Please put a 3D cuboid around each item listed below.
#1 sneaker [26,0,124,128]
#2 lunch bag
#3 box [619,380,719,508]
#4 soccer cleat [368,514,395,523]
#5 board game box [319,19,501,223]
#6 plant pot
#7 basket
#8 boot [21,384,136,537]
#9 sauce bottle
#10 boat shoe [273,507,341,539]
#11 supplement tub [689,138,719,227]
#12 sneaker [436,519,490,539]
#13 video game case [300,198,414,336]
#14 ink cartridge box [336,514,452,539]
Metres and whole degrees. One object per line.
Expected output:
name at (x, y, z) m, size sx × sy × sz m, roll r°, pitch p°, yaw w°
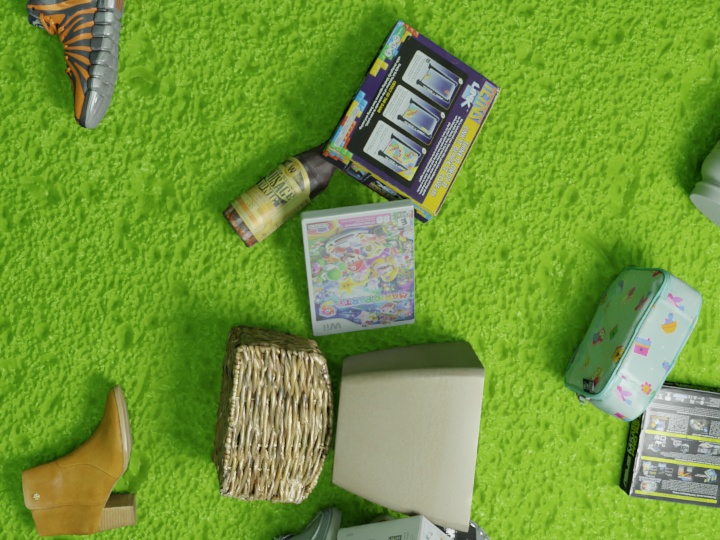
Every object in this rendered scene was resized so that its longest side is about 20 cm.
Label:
sneaker at (-0.365, -0.284, 1.286) m, size 0.110 × 0.078 × 0.204 m, roll 7°, pitch 85°, yaw -2°
lunch bag at (0.350, 0.095, 1.345) m, size 0.076 × 0.160 × 0.202 m, roll 31°, pitch 87°, yaw -13°
box at (0.474, 0.245, 1.428) m, size 0.196 × 0.044 × 0.164 m, roll 8°, pitch 96°, yaw -6°
soccer cleat at (-0.003, 0.431, 1.390) m, size 0.068 × 0.073 × 0.202 m, roll 30°, pitch 93°, yaw -8°
board game box at (0.066, -0.190, 1.309) m, size 0.164 × 0.057 × 0.202 m, roll 32°, pitch 74°, yaw -9°
plant pot at (0.054, 0.200, 1.314) m, size 0.173 × 0.200 × 0.204 m, roll 5°, pitch 96°, yaw 0°
basket at (-0.111, 0.183, 1.324) m, size 0.140 × 0.149 × 0.204 m, roll 6°, pitch 94°, yaw -12°
boot at (-0.372, 0.253, 1.338) m, size 0.141 × 0.071 × 0.205 m, roll -3°, pitch 101°, yaw -8°
sauce bottle at (-0.087, -0.114, 1.328) m, size 0.199 × 0.066 × 0.066 m, roll -41°, pitch 98°, yaw -4°
boat shoe at (-0.098, 0.400, 1.380) m, size 0.071 × 0.070 × 0.203 m, roll 31°, pitch 95°, yaw -11°
supplement tub at (0.542, -0.145, 1.340) m, size 0.144 × 0.145 × 0.201 m, roll 36°, pitch 92°, yaw -8°
sneaker at (0.171, 0.422, 1.384) m, size 0.075 × 0.116 × 0.201 m, roll -38°, pitch 98°, yaw 0°
video game case at (0.000, 0.000, 1.316) m, size 0.140 × 0.018 × 0.202 m, roll -7°, pitch 132°, yaw -5°
ink cartridge box at (0.055, 0.401, 1.296) m, size 0.173 × 0.085 × 0.200 m, roll -17°, pitch 135°, yaw 32°
